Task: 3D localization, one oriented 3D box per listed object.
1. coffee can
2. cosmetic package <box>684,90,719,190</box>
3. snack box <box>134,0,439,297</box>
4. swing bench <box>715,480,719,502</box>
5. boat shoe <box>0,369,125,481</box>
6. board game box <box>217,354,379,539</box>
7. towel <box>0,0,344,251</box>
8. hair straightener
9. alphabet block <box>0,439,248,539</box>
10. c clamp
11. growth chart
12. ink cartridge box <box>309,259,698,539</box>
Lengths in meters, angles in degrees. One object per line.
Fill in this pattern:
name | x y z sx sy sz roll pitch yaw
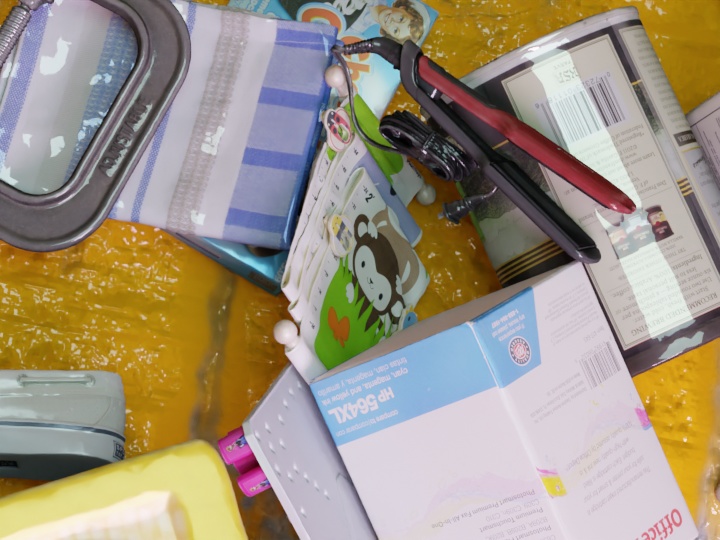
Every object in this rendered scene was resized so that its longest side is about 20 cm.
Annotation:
coffee can | 0.141 -0.037 1.727 0.146 0.146 0.201 -23 86 -15
cosmetic package | 0.257 -0.071 1.732 0.087 0.200 0.104 -26 88 -17
snack box | -0.050 -0.099 1.751 0.116 0.037 0.200 30 75 -4
swing bench | 0.315 0.045 1.725 0.129 0.199 0.201 13 77 -10
boat shoe | -0.232 0.067 1.655 0.201 0.075 0.086 3 68 2
board game box | -0.006 0.150 1.631 0.026 0.200 0.200 -26 97 15
towel | -0.120 -0.098 1.710 0.199 0.024 0.147 12 74 8
hair straightener | 0.058 -0.063 1.655 0.200 0.041 0.077 36 107 12
alphabet block | -0.155 0.218 1.589 0.195 0.200 0.197 -18 84 -15
c clamp | -0.201 -0.100 1.688 0.171 0.027 0.200 33 80 11
growth chart | 0.000 0.000 1.697 0.145 0.018 0.201 45 46 -44
ink cartridge box | 0.087 0.119 1.634 0.128 0.125 0.201 -26 94 -53
